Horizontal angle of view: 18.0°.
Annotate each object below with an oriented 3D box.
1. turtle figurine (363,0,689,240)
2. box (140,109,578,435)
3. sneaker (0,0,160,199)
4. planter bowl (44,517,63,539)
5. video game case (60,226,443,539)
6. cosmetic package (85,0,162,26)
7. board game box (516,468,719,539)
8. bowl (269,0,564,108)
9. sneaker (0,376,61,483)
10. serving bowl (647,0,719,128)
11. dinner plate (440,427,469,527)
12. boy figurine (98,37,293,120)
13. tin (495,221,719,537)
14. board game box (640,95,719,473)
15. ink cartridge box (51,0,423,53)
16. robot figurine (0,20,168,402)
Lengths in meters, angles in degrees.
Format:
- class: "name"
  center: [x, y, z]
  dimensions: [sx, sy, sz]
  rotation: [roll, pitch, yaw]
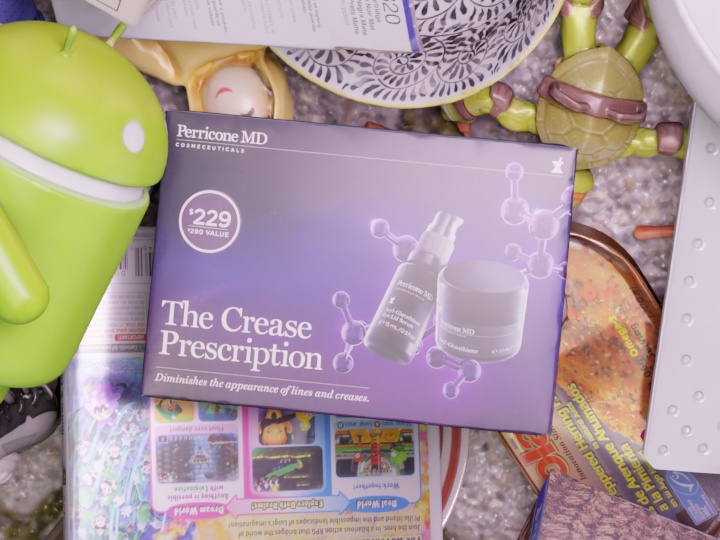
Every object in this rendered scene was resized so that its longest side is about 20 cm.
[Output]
- class: "turtle figurine"
  center: [0.109, -0.099, 1.159]
  dimensions: [0.199, 0.064, 0.162]
  rotation: [14, 106, 2]
- class: "box"
  center: [0.000, 0.000, 1.113]
  dimensions: [0.199, 0.079, 0.142]
  rotation: [5, 89, 2]
- class: "sneaker"
  center: [-0.159, -0.081, 1.183]
  dimensions: [0.114, 0.081, 0.201]
  rotation: [-1, 121, -1]
- class: "planter bowl"
  center: [-0.104, 0.226, 1.233]
  dimensions: [0.199, 0.135, 0.202]
  rotation: [2, 106, 6]
- class: "video game case"
  center: [-0.056, 0.068, 1.179]
  dimensions: [0.199, 0.024, 0.183]
  rotation: [0, 85, -16]
- class: "cosmetic package"
  center: [-0.098, -0.215, 0.972]
  dimensions: [0.105, 0.071, 0.200]
  rotation: [31, 134, 3]
- class: "board game box"
  center: [0.133, 0.235, 1.209]
  dimensions: [0.159, 0.097, 0.201]
  rotation: [21, 120, 0]
- class: "bowl"
  center: [0.032, -0.187, 1.113]
  dimensions: [0.200, 0.094, 0.202]
  rotation: [9, 110, 25]
- class: "sneaker"
  center: [-0.200, 0.069, 1.173]
  dimensions: [0.079, 0.200, 0.074]
  rotation: [-38, 86, 5]
- class: "serving bowl"
  center: [0.219, -0.122, 1.100]
  dimensions: [0.200, 0.201, 0.066]
  rotation: [35, 145, -4]
- class: "dinner plate"
  center: [-0.039, 0.083, 1.209]
  dimensions: [0.199, 0.024, 0.202]
  rotation: [3, 81, -17]
- class: "boy figurine"
  center: [-0.091, -0.144, 1.169]
  dimensions: [0.124, 0.064, 0.201]
  rotation: [-17, 100, 7]
- class: "tin"
  center: [0.125, 0.065, 1.217]
  dimensions: [0.112, 0.042, 0.201]
  rotation: [-31, 101, 9]
- class: "board game box"
  center: [0.252, 0.009, 1.171]
  dimensions: [0.199, 0.026, 0.201]
  rotation: [4, 104, -9]
- class: "ink cartridge box"
  center: [-0.070, -0.197, 1.050]
  dimensions: [0.199, 0.041, 0.201]
  rotation: [7, 128, 23]
- class: "robot figurine"
  center: [-0.165, -0.027, 1.061]
  dimensions: [0.115, 0.175, 0.201]
  rotation: [29, 103, 4]
